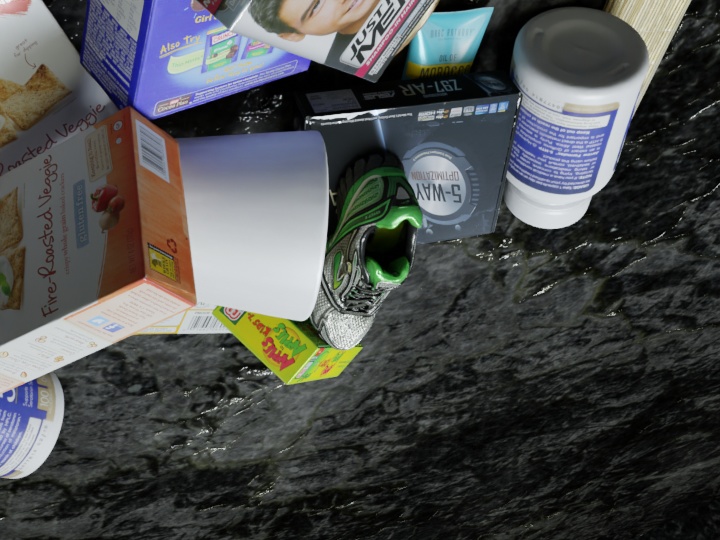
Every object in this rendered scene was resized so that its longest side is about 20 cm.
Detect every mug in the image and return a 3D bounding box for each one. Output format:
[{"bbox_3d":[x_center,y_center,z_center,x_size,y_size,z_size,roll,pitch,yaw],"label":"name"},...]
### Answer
[{"bbox_3d":[-0.116,-0.028,0.745,0.153,0.150,0.187,3,144,-13],"label":"mug"}]

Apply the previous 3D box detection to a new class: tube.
[{"bbox_3d":[0.060,-0.155,0.876,0.077,0.050,0.200,-15,142,-29],"label":"tube"}]

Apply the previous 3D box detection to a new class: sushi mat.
[{"bbox_3d":[0.258,-0.204,0.941,0.096,0.012,0.200,-10,144,-19],"label":"sushi mat"}]

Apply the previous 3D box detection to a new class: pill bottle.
[{"bbox_3d":[0.193,-0.136,0.903,0.120,0.120,0.200,-14,145,-11],"label":"pill bottle"},{"bbox_3d":[-0.406,0.129,0.918,0.120,0.120,0.200,-37,144,21],"label":"pill bottle"}]

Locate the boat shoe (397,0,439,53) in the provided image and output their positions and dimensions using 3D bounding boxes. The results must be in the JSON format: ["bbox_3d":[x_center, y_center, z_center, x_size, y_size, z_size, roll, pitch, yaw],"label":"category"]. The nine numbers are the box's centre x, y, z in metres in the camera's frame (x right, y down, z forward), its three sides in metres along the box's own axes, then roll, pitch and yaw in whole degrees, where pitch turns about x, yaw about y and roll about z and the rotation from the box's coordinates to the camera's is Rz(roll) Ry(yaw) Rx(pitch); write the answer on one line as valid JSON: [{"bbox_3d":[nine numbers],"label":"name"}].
[{"bbox_3d":[0.038,-0.244,0.731,0.072,0.072,0.200,29,139,-13],"label":"boat shoe"}]

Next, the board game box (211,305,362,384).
[{"bbox_3d":[-0.069,0.063,0.970,0.048,0.102,0.200,-50,168,5],"label":"board game box"}]

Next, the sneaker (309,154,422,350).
[{"bbox_3d":[0.000,0.000,0.841,0.078,0.085,0.200,-2,132,-21],"label":"sneaker"}]

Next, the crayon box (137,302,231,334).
[{"bbox_3d":[-0.150,-0.015,0.937,0.126,0.052,0.200,2,140,-31],"label":"crayon box"}]

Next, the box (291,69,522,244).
[{"bbox_3d":[0.036,-0.094,0.861,0.200,0.044,0.160,-8,133,-16],"label":"box"}]

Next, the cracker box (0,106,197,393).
[{"bbox_3d":[-0.212,-0.006,0.639,0.200,0.134,0.058,-24,150,20],"label":"cracker box"}]

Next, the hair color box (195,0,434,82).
[{"bbox_3d":[-0.022,-0.190,0.604,0.099,0.061,0.200,-52,161,18],"label":"hair color box"}]

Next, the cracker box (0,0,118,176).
[{"bbox_3d":[-0.261,-0.120,0.688,0.134,0.058,0.200,-37,146,-7],"label":"cracker box"}]

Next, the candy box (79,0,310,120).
[{"bbox_3d":[-0.089,-0.213,0.630,0.169,0.077,0.200,-28,157,-39],"label":"candy box"}]
